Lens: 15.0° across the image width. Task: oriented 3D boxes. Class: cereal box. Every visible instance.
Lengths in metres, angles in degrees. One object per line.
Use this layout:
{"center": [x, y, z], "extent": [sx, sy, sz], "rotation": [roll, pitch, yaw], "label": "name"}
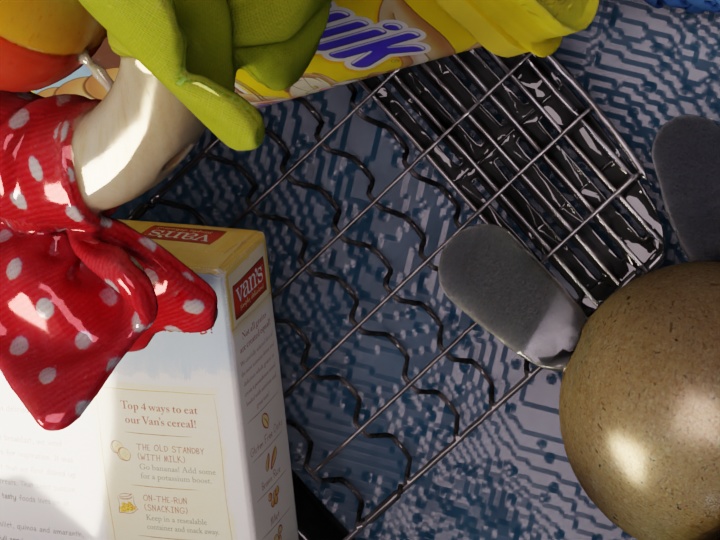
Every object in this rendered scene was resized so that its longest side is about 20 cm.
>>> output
{"center": [-0.092, 0.080, 0.926], "extent": [0.143, 0.040, 0.201], "rotation": [5, 113, 23], "label": "cereal box"}

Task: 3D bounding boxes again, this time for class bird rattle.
{"center": [-0.082, -0.065, 0.791], "extent": [0.163, 0.112, 0.200], "rotation": [50, 138, 12], "label": "bird rattle"}

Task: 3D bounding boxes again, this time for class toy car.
{"center": [0.112, 0.057, 0.881], "extent": [0.164, 0.158, 0.201], "rotation": [-28, 78, -11], "label": "toy car"}

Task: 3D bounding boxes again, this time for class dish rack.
{"center": [0.000, 0.000, 0.949], "extent": [0.200, 0.055, 0.154], "rotation": [-42, 88, 7], "label": "dish rack"}

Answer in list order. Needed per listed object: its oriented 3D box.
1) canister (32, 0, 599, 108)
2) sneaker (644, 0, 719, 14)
{"center": [-0.044, -0.109, 0.865], "extent": [0.199, 0.148, 0.087], "rotation": [-13, 60, 29], "label": "canister"}
{"center": [0.134, -0.106, 0.914], "extent": [0.199, 0.066, 0.079], "rotation": [-11, 95, 10], "label": "sneaker"}
